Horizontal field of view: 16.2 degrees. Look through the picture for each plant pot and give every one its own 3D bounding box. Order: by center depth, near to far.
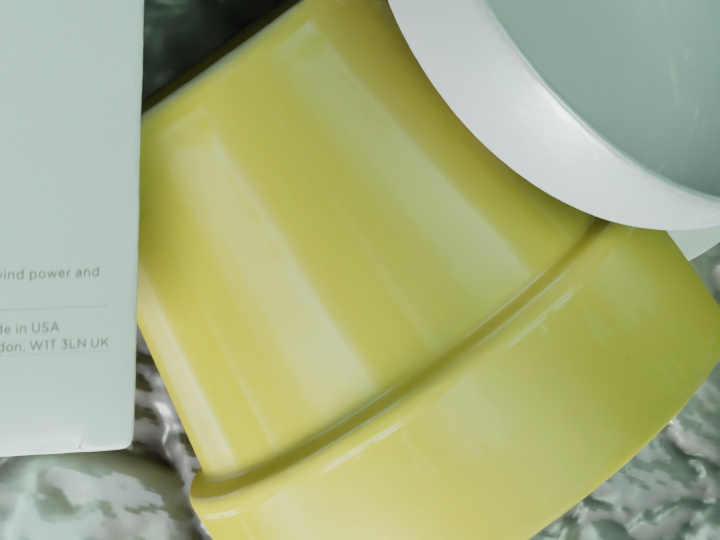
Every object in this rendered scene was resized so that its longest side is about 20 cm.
[{"bbox_3d":[0.000,0.000,0.917,0.201,0.201,0.189,-38,99,-19],"label":"plant pot"}]

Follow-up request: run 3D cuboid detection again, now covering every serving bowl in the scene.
[{"bbox_3d":[0.073,-0.097,0.871,0.200,0.066,0.200,25,48,-32],"label":"serving bowl"}]

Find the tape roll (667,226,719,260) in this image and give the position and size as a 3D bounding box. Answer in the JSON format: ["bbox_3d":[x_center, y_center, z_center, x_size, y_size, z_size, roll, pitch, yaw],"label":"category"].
[{"bbox_3d":[0.102,-0.096,1.040,0.203,0.037,0.203,-4,98,-28],"label":"tape roll"}]

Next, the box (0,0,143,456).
[{"bbox_3d":[-0.186,-0.040,0.833,0.199,0.131,0.200,-2,99,-29],"label":"box"}]
